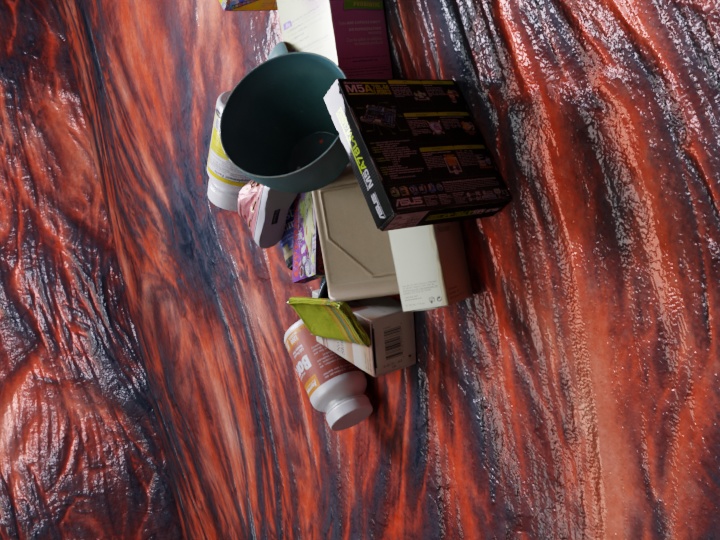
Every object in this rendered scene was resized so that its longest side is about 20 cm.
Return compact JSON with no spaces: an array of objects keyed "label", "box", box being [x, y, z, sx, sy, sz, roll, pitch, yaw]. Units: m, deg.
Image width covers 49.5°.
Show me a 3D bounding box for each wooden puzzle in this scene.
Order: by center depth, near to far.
[{"label":"wooden puzzle","box":[0.026,-0.063,1.177,0.183,0.037,0.203,-8,90,16]}]

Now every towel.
[{"label":"towel","box":[-0.055,0.083,1.285,0.087,0.018,0.199,58,156,-17]}]

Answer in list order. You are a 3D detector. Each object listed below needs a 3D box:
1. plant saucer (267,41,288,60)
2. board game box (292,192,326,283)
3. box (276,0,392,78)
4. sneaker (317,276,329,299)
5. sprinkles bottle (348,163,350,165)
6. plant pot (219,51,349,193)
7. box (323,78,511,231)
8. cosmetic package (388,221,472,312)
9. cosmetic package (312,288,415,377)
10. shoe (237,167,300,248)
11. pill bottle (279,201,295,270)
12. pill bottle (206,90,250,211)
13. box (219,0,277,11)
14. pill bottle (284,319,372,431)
[{"label":"plant saucer","box":[-0.129,-0.276,1.303,0.200,0.027,0.203,170,90,-80]},{"label":"board game box","box":[-0.083,-0.085,1.301,0.120,0.032,0.203,157,114,-70]},{"label":"box","box":[-0.043,-0.369,1.225,0.175,0.096,0.202,3,104,61]},{"label":"sneaker","box":[0.000,0.000,1.248,0.079,0.096,0.200,39,132,-6]},{"label":"sprinkles bottle","box":[-0.016,-0.158,1.285,0.068,0.068,0.202,34,129,52]},{"label":"plant pot","box":[-0.086,-0.193,1.136,0.201,0.199,0.135,61,-175,28]},{"label":"box","box":[0.074,-0.152,0.987,0.048,0.198,0.195,-46,61,49]},{"label":"cosmetic package","box":[0.090,-0.052,1.079,0.072,0.103,0.202,-9,94,28]},{"label":"cosmetic package","box":[0.003,0.094,1.325,0.199,0.086,0.105,21,121,57]},{"label":"shoe","box":[-0.160,-0.137,1.333,0.091,0.071,0.201,51,139,27]},{"label":"pill bottle","box":[-0.107,-0.110,1.422,0.112,0.111,0.202,-36,70,59]},{"label":"pill bottle","box":[-0.224,-0.220,1.451,0.115,0.113,0.201,51,137,39]},{"label":"box","box":[-0.206,-0.611,1.402,0.201,0.121,0.193,62,147,26]},{"label":"pill bottle","box":[-0.056,0.187,1.441,0.201,0.111,0.113,62,148,27]}]
